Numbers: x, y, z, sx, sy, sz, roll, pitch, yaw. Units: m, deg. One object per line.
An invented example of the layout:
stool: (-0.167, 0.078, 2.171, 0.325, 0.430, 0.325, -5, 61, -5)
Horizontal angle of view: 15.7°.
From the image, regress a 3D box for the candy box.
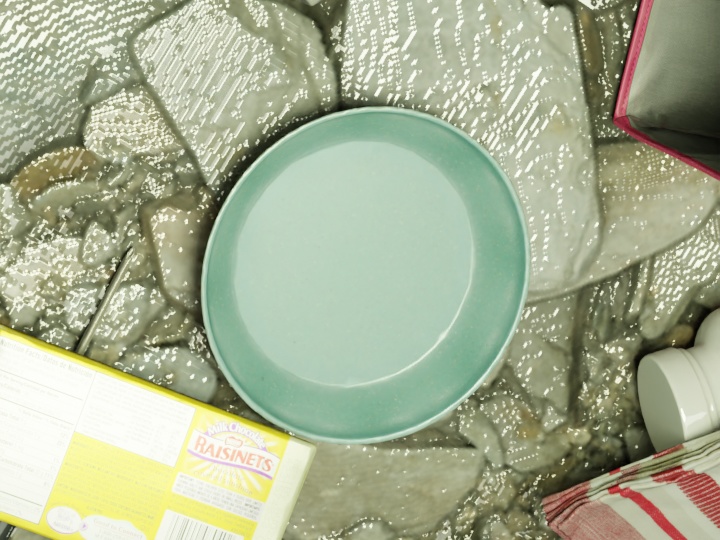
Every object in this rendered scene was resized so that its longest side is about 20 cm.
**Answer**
candy box: (-0.133, 0.112, 1.472, 0.199, 0.026, 0.103, 22, 87, -16)

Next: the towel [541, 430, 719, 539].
towel: (0.226, 0.142, 1.555, 0.199, 0.023, 0.144, -24, 139, 23)

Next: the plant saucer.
plant saucer: (0.000, 0.000, 1.506, 0.198, 0.036, 0.202, -5, 108, -17)

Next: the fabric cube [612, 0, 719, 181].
fabric cube: (0.288, -0.138, 1.469, 0.198, 0.200, 0.198, 10, 102, -21)

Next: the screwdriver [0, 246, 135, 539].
screwdriver: (-0.173, 0.077, 1.485, 0.029, 0.028, 0.201, 32, 87, -53)

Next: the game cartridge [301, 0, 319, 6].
game cartridge: (-0.039, -0.261, 1.418, 0.130, 0.038, 0.200, -41, 114, -7)

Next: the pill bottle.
pill bottle: (0.272, 0.060, 1.575, 0.198, 0.104, 0.105, -15, 110, -13)
